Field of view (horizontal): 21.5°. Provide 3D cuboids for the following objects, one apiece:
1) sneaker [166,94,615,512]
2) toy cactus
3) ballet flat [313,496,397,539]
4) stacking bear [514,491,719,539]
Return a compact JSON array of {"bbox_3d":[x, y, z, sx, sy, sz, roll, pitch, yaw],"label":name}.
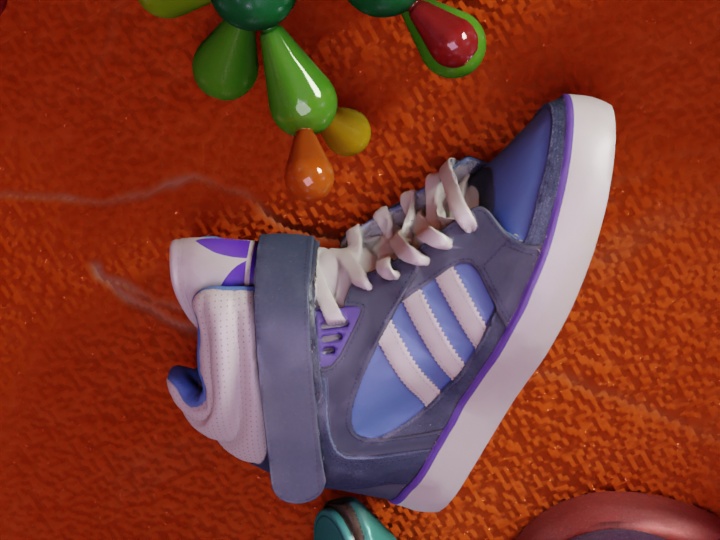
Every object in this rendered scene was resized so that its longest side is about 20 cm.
[{"bbox_3d":[0.000,0.000,0.754,0.146,0.081,0.201,20,117,-11],"label":"sneaker"},{"bbox_3d":[-0.038,-0.114,0.685,0.199,0.103,0.165,18,139,-10],"label":"toy cactus"},{"bbox_3d":[0.020,0.182,0.844,0.070,0.067,0.201,-11,113,-20],"label":"ballet flat"},{"bbox_3d":[0.111,0.183,0.760,0.113,0.200,0.122,37,109,-12],"label":"stacking bear"}]
